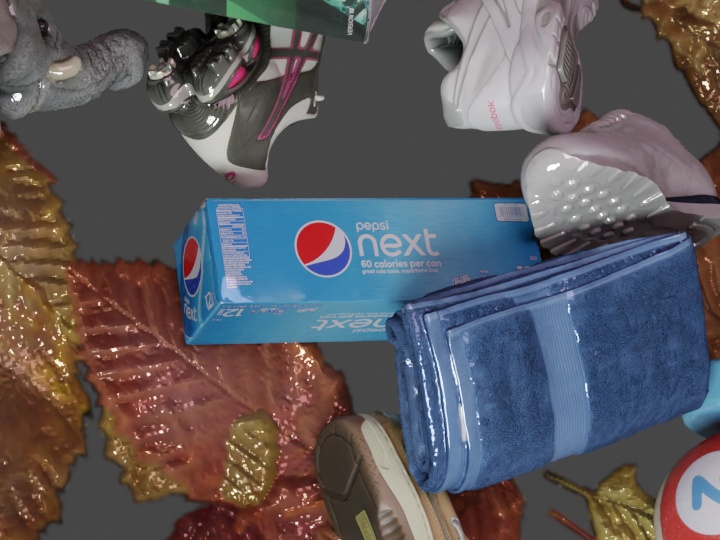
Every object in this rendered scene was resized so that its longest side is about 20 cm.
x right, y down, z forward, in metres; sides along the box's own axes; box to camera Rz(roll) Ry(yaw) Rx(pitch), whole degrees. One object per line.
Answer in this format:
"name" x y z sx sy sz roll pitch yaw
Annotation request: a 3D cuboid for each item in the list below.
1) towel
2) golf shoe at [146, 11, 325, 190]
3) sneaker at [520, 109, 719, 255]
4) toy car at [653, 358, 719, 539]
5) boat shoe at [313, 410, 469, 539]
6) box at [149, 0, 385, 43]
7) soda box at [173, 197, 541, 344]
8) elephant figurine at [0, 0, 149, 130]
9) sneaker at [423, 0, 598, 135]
"towel" 0.109 0.050 1.300 0.199 0.048 0.112 -16 100 -32
"golf shoe" -0.054 -0.134 1.369 0.088 0.077 0.200 59 44 -29
"sneaker" 0.145 -0.056 1.376 0.200 0.076 0.081 15 51 -57
"toy car" 0.278 0.130 1.310 0.176 0.200 0.185 14 64 -16
"boat shoe" 0.043 0.168 1.279 0.076 0.072 0.201 -6 71 -36
"box" -0.073 -0.195 1.326 0.199 0.036 0.145 11 39 9
"soda box" 0.000 0.000 1.327 0.199 0.068 0.064 0 68 -22
"elephant figurine" -0.222 -0.115 1.265 0.141 0.156 0.200 9 48 20
"sneaker" 0.088 -0.160 1.426 0.099 0.078 0.200 -4 41 19
